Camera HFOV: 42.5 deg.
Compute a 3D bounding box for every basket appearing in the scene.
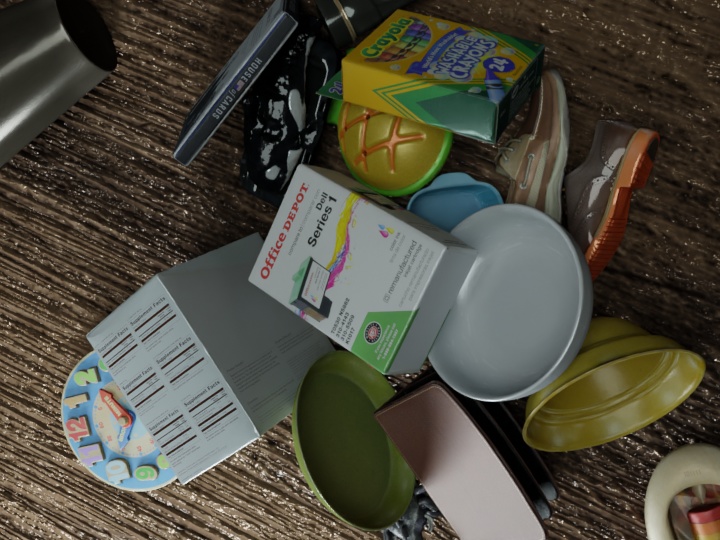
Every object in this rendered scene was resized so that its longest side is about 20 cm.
[{"bbox_3d":[-0.411,-0.248,1.127,0.200,0.136,0.180,-26,95,15],"label":"basket"}]

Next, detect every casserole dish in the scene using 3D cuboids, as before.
[{"bbox_3d":[0.104,-0.009,1.031,0.121,0.039,0.200,-9,99,-18],"label":"casserole dish"}]

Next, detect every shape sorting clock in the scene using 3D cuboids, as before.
[{"bbox_3d":[-0.301,0.192,1.210,0.200,0.039,0.200,3,100,17],"label":"shape sorting clock"}]

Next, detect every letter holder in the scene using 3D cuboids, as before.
[{"bbox_3d":[0.135,0.195,1.014,0.200,0.101,0.142,55,143,2],"label":"letter holder"}]

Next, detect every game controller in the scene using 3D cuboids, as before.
[{"bbox_3d":[-0.083,-0.173,1.073,0.104,0.042,0.200,26,107,30],"label":"game controller"}]

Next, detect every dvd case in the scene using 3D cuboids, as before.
[{"bbox_3d":[-0.137,-0.221,1.038,0.025,0.150,0.200,36,109,-19],"label":"dvd case"}]

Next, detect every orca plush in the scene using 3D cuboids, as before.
[{"bbox_3d":[-0.092,-0.183,1.011,0.105,0.071,0.200,38,112,26],"label":"orca plush"}]

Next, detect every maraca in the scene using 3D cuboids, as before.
[{"bbox_3d":[0.025,-0.168,1.022,0.137,0.107,0.200,-47,58,16],"label":"maraca"}]

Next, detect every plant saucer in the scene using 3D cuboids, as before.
[{"bbox_3d":[-0.011,0.188,1.023,0.031,0.200,0.200,-25,91,34],"label":"plant saucer"}]

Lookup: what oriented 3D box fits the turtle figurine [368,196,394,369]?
[{"bbox_3d":[0.000,0.000,1.074,0.161,0.064,0.200,-41,77,11],"label":"turtle figurine"}]

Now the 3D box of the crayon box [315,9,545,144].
[{"bbox_3d":[0.069,-0.204,0.940,0.200,0.126,0.052,19,136,21],"label":"crayon box"}]

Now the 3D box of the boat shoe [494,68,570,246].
[{"bbox_3d":[0.180,-0.115,0.986,0.072,0.076,0.200,4,95,4],"label":"boat shoe"}]

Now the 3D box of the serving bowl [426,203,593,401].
[{"bbox_3d":[0.155,0.036,0.943,0.200,0.066,0.200,-16,68,42],"label":"serving bowl"}]

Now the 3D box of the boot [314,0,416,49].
[{"bbox_3d":[-0.006,-0.360,1.026,0.138,0.077,0.200,-25,85,2],"label":"boot"}]

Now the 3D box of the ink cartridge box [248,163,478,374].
[{"bbox_3d":[-0.002,-0.004,0.969,0.200,0.084,0.145,32,104,29],"label":"ink cartridge box"}]

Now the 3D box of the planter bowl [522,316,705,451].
[{"bbox_3d":[0.251,0.107,0.981,0.200,0.200,0.084,-34,53,19],"label":"planter bowl"}]

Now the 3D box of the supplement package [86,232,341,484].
[{"bbox_3d":[-0.160,0.095,1.059,0.147,0.191,0.200,-35,87,33],"label":"supplement package"}]

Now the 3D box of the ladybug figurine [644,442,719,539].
[{"bbox_3d":[0.380,0.277,0.998,0.136,0.072,0.200,-15,94,18],"label":"ladybug figurine"}]

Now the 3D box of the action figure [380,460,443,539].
[{"bbox_3d":[0.084,0.322,1.086,0.119,0.102,0.200,-36,61,27],"label":"action figure"}]

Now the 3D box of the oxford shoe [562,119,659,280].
[{"bbox_3d":[0.247,-0.064,0.994,0.073,0.071,0.200,27,99,28],"label":"oxford shoe"}]
